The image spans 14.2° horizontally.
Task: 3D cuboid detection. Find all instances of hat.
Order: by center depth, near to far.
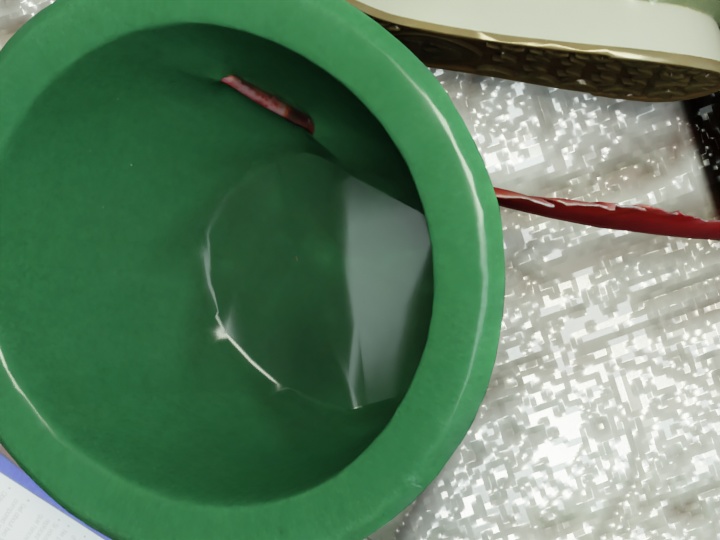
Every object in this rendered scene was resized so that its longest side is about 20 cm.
[{"bbox_3d":[0.000,0.000,0.860,0.200,0.176,0.166,32,105,18],"label":"hat"}]

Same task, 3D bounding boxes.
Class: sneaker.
[{"bbox_3d":[0.016,-0.111,0.844,0.199,0.067,0.090,10,80,-4],"label":"sneaker"}]

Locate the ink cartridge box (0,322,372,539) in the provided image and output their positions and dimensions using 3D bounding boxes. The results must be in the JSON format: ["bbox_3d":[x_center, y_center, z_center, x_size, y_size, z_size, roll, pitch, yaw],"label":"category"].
[{"bbox_3d":[-0.081,0.079,0.856,0.200,0.037,0.095,34,89,-5],"label":"ink cartridge box"}]
